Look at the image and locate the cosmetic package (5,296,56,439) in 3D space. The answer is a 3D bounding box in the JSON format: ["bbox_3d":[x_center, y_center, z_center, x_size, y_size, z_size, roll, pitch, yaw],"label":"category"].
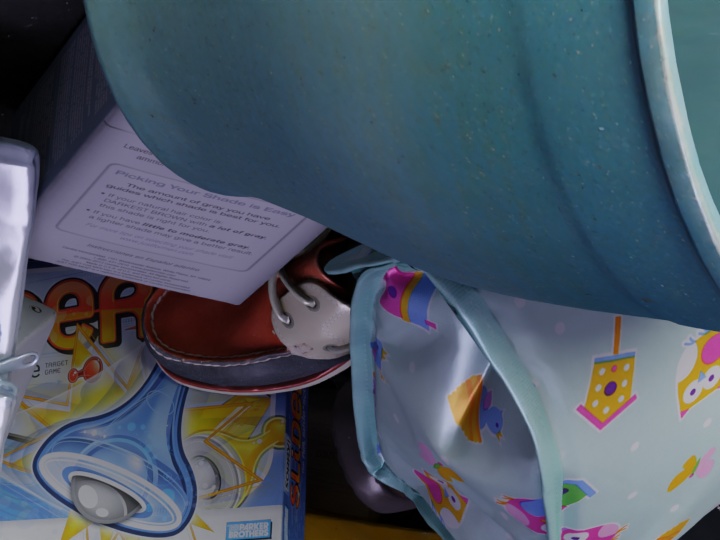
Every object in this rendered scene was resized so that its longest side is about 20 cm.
[{"bbox_3d":[-0.227,0.073,0.870,0.150,0.052,0.200,27,111,5],"label":"cosmetic package"}]

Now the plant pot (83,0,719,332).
[{"bbox_3d":[0.038,-0.083,0.561,0.187,0.201,0.200,2,159,34],"label":"plant pot"}]

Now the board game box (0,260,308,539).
[{"bbox_3d":[-0.121,0.061,0.929,0.199,0.136,0.034,-5,156,13],"label":"board game box"}]

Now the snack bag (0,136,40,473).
[{"bbox_3d":[-0.210,0.019,0.798,0.188,0.021,0.201,16,117,4],"label":"snack bag"}]

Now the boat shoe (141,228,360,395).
[{"bbox_3d":[0.000,0.000,0.858,0.199,0.071,0.063,-13,166,17],"label":"boat shoe"}]

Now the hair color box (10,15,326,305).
[{"bbox_3d":[-0.046,-0.058,0.757,0.099,0.061,0.200,13,153,-23],"label":"hair color box"}]

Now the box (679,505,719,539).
[{"bbox_3d":[0.195,0.113,0.947,0.046,0.201,0.159,-16,165,-28],"label":"box"}]

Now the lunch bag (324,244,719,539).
[{"bbox_3d":[0.083,0.002,0.724,0.170,0.122,0.200,-37,149,-17],"label":"lunch bag"}]

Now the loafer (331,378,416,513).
[{"bbox_3d":[0.073,0.055,0.897,0.071,0.073,0.200,-18,-179,37],"label":"loafer"}]

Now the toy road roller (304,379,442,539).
[{"bbox_3d":[0.025,0.129,1.004,0.123,0.147,0.200,4,172,38],"label":"toy road roller"}]
